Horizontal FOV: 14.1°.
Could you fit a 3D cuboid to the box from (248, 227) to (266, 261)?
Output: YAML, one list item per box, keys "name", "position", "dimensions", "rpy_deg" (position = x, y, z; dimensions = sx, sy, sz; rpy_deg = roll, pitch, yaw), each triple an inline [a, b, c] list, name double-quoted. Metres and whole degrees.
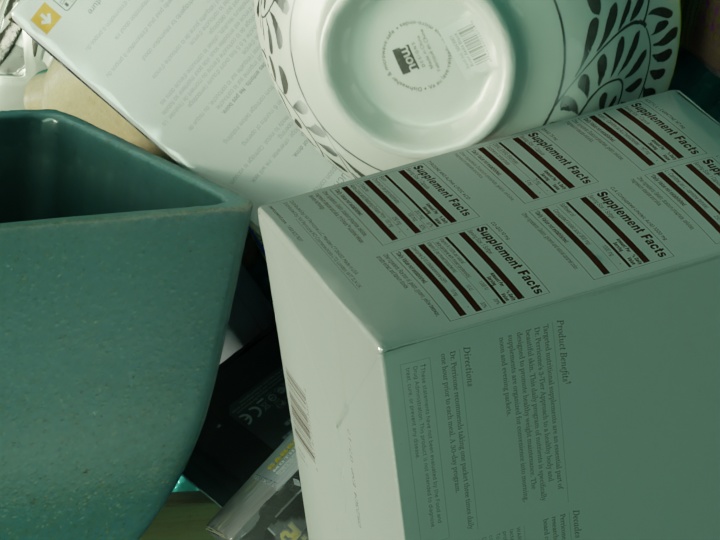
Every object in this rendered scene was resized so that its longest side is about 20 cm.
- name: "box"
  position: [0.000, 0.000, 1.433]
  dimensions: [0.200, 0.064, 0.070]
  rpy_deg: [61, 162, 16]

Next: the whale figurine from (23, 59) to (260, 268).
- name: "whale figurine"
  position: [-0.109, -0.062, 1.572]
  dimensions: [0.159, 0.104, 0.200]
  rpy_deg: [37, 143, 11]

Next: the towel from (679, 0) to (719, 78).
- name: "towel"
  position: [0.158, -0.193, 1.327]
  dimensions: [0.144, 0.023, 0.200]
  rpy_deg: [46, 134, 52]

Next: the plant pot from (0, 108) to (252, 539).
- name: "plant pot"
  position: [-0.186, 0.046, 1.362]
  dimensions: [0.196, 0.196, 0.200]
  rpy_deg: [25, 115, 51]

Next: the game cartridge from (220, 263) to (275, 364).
- name: "game cartridge"
  position: [-0.116, 0.011, 1.543]
  dimensions: [0.133, 0.041, 0.200]
  rpy_deg: [2, 139, 42]

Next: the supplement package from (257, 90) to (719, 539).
- name: "supplement package"
  position: [0.083, 0.055, 1.227]
  dimensions: [0.147, 0.200, 0.191]
  rpy_deg: [-131, 29, -56]

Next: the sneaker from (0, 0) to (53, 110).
- name: "sneaker"
  position: [-0.158, -0.132, 1.603]
  dimensions: [0.088, 0.074, 0.200]
  rpy_deg: [16, 107, 39]

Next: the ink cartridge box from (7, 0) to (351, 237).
- name: "ink cartridge box"
  position: [-0.032, -0.130, 1.392]
  dimensions: [0.200, 0.043, 0.198]
  rpy_deg: [41, 93, 8]

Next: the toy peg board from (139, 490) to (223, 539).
- name: "toy peg board"
  position: [-0.103, 0.199, 1.537]
  dimensions: [0.098, 0.200, 0.199]
  rpy_deg: [26, 112, 52]

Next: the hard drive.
- name: "hard drive"
  position: [0.012, 0.098, 1.459]
  dimensions: [0.200, 0.140, 0.033]
  rpy_deg: [36, 149, 31]

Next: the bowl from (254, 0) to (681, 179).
- name: "bowl"
  position: [0.035, -0.103, 1.279]
  dimensions: [0.200, 0.094, 0.201]
  rpy_deg: [6, 112, 14]

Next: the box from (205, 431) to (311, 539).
- name: "box"
  position: [0.053, 0.133, 1.352]
  dimensions: [0.200, 0.158, 0.048]
  rpy_deg: [46, 169, -13]
